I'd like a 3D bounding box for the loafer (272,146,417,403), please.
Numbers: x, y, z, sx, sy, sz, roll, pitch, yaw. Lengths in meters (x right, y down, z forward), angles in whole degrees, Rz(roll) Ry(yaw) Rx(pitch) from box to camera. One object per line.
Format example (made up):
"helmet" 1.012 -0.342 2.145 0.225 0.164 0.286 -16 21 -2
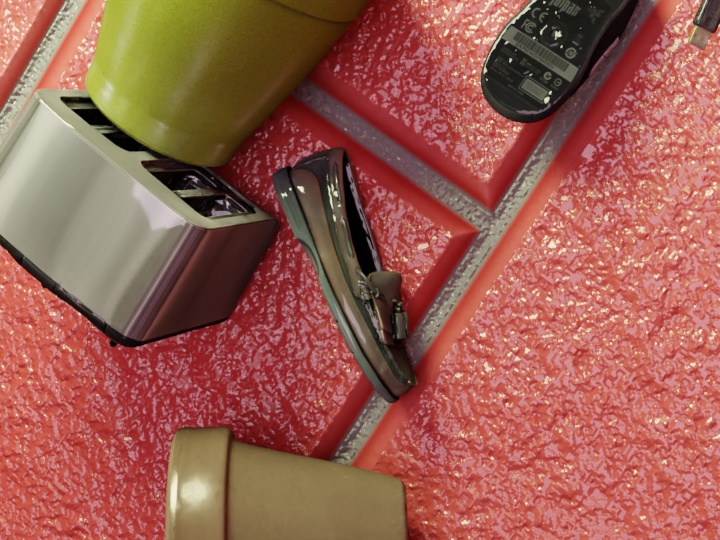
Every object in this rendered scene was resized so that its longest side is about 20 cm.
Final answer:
"loafer" 0.000 0.000 1.259 0.062 0.072 0.201 -28 81 10

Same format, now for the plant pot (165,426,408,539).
"plant pot" -0.051 0.217 1.232 0.172 0.200 0.203 -1 91 0

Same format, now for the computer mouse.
"computer mouse" 0.186 -0.180 1.208 0.140 0.046 0.201 30 88 19

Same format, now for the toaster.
"toaster" -0.183 -0.041 1.247 0.180 0.200 0.119 38 106 14

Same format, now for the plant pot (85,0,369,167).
"plant pot" -0.110 -0.191 1.236 0.200 0.200 0.194 38 113 13
